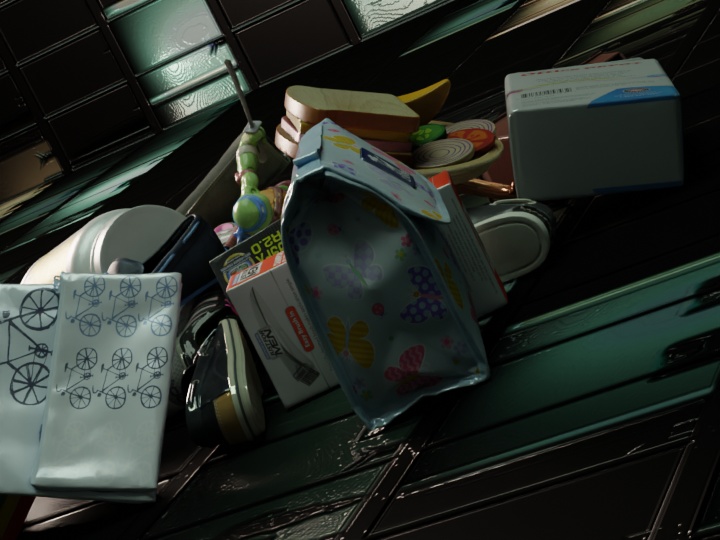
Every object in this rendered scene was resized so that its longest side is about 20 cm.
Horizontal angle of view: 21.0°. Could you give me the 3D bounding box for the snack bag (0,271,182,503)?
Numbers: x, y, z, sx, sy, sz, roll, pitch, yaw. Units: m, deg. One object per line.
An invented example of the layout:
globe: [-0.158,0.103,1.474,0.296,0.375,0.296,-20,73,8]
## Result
snack bag: [-0.244,0.088,1.537,0.199,0.189,0.021,1,-22,12]

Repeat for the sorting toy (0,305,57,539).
sorting toy: [-0.313,0.138,1.645,0.200,0.069,0.199,-8,55,58]

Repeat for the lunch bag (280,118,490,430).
lunch bag: [0.012,-0.010,1.431,0.127,0.201,0.170,-26,11,5]

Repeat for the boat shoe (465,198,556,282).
boat shoe: [0.070,-0.015,1.635,0.199,0.074,0.060,-19,14,24]

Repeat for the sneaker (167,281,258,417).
sneaker: [-0.124,0.059,1.752,0.087,0.074,0.200,-20,19,31]

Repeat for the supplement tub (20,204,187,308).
supplement tub: [-0.241,0.023,1.909,0.145,0.146,0.200,-35,5,-36]

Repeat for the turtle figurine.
turtle figurine: [-0.051,-0.090,1.926,0.143,0.201,0.194,5,-5,17]

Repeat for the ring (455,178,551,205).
ring: [0.078,-0.087,1.774,0.200,0.019,0.200,10,7,-1]

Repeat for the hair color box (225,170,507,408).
hair color box: [0.005,0.015,1.558,0.199,0.111,0.064,-25,11,5]

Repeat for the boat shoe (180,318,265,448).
boat shoe: [-0.115,0.092,1.587,0.062,0.075,0.200,-20,17,2]

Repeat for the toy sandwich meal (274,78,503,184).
toy sandwich meal: [0.025,-0.125,1.680,0.204,0.071,0.205,-1,19,0]

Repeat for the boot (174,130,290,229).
boot: [-0.155,-0.059,2.082,0.200,0.072,0.182,-53,-7,-3]

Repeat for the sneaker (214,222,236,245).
sneaker: [-0.131,0.001,1.965,0.081,0.088,0.200,-25,12,8]

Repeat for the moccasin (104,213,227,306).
moccasin: [-0.208,0.017,1.754,0.080,0.068,0.200,-6,26,47]

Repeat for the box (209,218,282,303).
box: [-0.032,-0.024,1.779,0.160,0.044,0.200,-30,-10,12]

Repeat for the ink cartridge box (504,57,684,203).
ink cartridge box: [0.202,-0.126,1.706,0.144,0.085,0.200,-6,16,5]

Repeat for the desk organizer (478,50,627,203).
desk organizer: [0.204,-0.144,1.898,0.200,0.072,0.077,-34,16,-28]
